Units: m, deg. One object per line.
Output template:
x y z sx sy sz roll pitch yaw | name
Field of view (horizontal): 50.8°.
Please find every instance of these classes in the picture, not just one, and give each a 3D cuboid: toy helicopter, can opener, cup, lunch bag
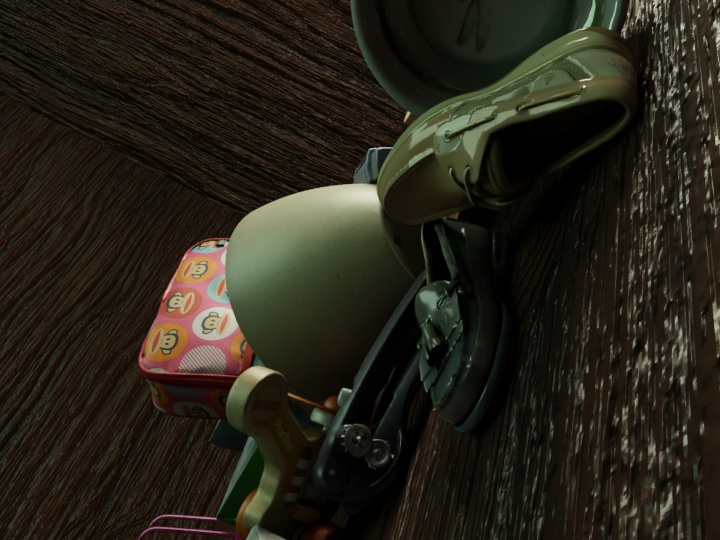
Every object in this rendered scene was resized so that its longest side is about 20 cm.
-0.046 0.133 0.571 0.132 0.079 0.200 -51 -36 -28 | toy helicopter
0.022 0.084 0.574 0.200 0.063 0.079 -65 4 -19 | can opener
0.000 0.000 0.687 0.143 0.200 0.200 -30 25 36 | cup
-0.110 0.055 0.761 0.200 0.176 0.082 -78 -13 -45 | lunch bag

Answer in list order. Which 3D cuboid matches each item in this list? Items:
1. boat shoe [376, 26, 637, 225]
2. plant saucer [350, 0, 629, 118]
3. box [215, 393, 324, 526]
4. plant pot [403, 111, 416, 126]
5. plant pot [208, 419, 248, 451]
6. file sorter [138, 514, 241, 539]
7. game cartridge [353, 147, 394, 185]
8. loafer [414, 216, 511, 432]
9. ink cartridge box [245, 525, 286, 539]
0.083 -0.076 0.488 0.200 0.071 0.065 -33 36 40 | boat shoe
0.094 -0.204 0.564 0.200 0.200 0.050 -62 -4 23 | plant saucer
-0.063 0.176 0.832 0.200 0.097 0.177 120 172 -46 | box
0.141 -0.262 0.989 0.201 0.093 0.201 -63 6 11 | plant pot
-0.149 0.224 1.275 0.200 0.135 0.200 -62 5 10 | plant pot
-0.188 0.355 0.804 0.200 0.125 0.139 178 98 -85 | file sorter
0.063 -0.096 0.742 0.200 0.129 0.038 -179 90 -84 | game cartridge
0.058 0.025 0.502 0.072 0.063 0.200 -61 5 31 | loafer
-0.052 0.238 0.416 0.146 0.084 0.200 -64 4 -13 | ink cartridge box
